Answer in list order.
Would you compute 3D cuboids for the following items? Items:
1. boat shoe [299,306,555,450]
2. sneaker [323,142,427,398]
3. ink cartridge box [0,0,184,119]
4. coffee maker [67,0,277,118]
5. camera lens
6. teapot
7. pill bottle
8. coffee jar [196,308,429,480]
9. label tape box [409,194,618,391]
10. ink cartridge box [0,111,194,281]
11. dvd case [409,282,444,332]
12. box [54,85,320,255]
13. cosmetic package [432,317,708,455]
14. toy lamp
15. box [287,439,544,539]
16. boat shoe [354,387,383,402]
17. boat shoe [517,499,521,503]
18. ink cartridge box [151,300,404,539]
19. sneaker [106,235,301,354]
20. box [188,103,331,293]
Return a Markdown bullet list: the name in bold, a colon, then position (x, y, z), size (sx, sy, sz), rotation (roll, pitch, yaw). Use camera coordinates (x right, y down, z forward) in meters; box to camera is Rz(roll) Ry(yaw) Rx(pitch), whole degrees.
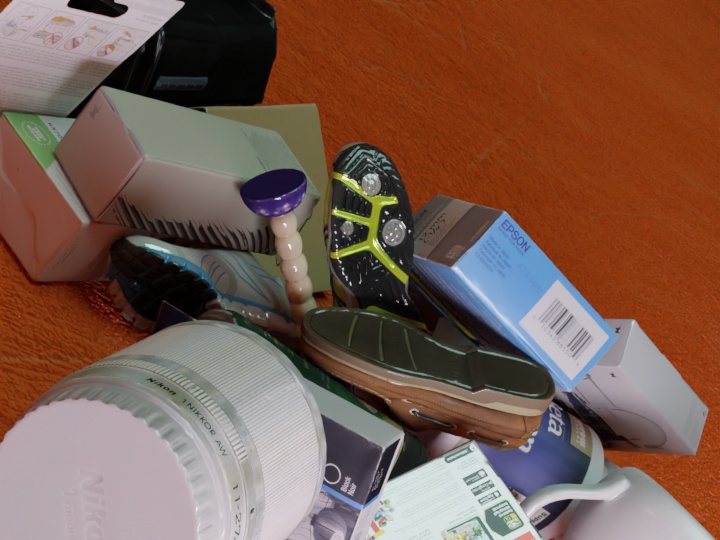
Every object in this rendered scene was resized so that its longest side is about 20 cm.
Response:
- **boat shoe**: position (0.043, 0.088, 1.542), size (0.198, 0.068, 0.072), rotation (19, 34, -8)
- **sneaker**: position (0.000, 0.000, 1.600), size (0.075, 0.202, 0.076), rotation (-13, 16, -24)
- **ink cartridge box**: position (-0.249, -0.159, 1.513), size (0.162, 0.200, 0.057), rotation (4, 47, -58)
- **coffee maker**: position (-0.170, -0.197, 1.738), size (0.134, 0.194, 0.200), rotation (7, 6, 26)
- **camera lens**: position (-0.122, 0.125, 1.291), size (0.160, 0.160, 0.200), rotation (47, 23, 7)
- **teapot**: position (0.220, 0.262, 1.644), size (0.200, 0.146, 0.198), rotation (46, -4, 23)
- **pill bottle**: position (0.133, 0.157, 1.735), size (0.199, 0.111, 0.111), rotation (34, 24, -24)
- **coffee jar**: position (-0.046, 0.114, 1.517), size (0.199, 0.086, 0.104), rotation (35, -12, -20)
- **label tape box**: position (0.100, 0.011, 1.643), size (0.143, 0.066, 0.200), rotation (45, -6, -20)
- **ink cartridge box**: position (-0.198, -0.055, 1.593), size (0.117, 0.067, 0.199), rotation (52, 24, 20)
- **dvd case**: position (0.082, 0.029, 1.829), size (0.142, 0.018, 0.200), rotation (30, -15, -26)
- **box**: position (-0.127, -0.072, 1.562), size (0.199, 0.068, 0.082), rotation (12, 37, -49)
- **cosmetic package**: position (0.176, 0.098, 1.777), size (0.151, 0.199, 0.052), rotation (47, 55, -40)
- **toy lamp**: position (-0.044, 0.025, 1.564), size (0.058, 0.058, 0.201), rotation (-85, 162, -62)
- **box**: position (0.028, 0.204, 1.443), size (0.199, 0.035, 0.110), rotation (-22, 64, -30)
- **boat shoe**: position (0.012, 0.069, 1.740), size (0.071, 0.070, 0.200), rotation (49, 22, 15)
- **boat shoe**: position (0.065, 0.201, 1.601), size (0.074, 0.066, 0.199), rotation (52, 24, 20)
- **ink cartridge box**: position (-0.075, 0.110, 1.404), size (0.199, 0.100, 0.039), rotation (27, 25, 18)
- **sneaker**: position (-0.123, 0.007, 1.593), size (0.200, 0.075, 0.087), rotation (31, 40, -47)
- **box**: position (-0.079, -0.058, 1.748), size (0.200, 0.021, 0.165), rotation (-9, 93, -62)
